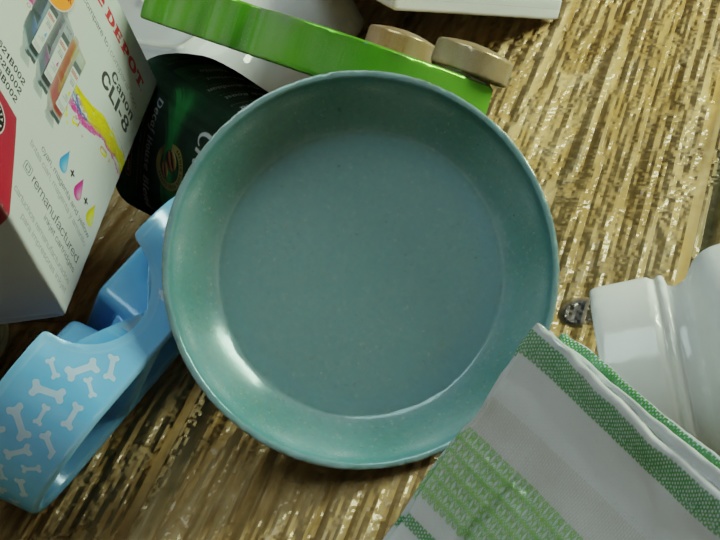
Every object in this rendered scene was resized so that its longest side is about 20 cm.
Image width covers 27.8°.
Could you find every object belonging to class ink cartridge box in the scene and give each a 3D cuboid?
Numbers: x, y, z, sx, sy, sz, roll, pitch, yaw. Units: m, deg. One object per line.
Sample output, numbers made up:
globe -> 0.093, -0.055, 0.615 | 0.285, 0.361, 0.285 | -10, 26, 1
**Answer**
ink cartridge box -> -0.219, -0.087, 0.777 | 0.144, 0.146, 0.200 | -8, 42, 17

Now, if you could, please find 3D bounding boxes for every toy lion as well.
toy lion -> -0.032, -0.130, 0.859 | 0.191, 0.069, 0.200 | 17, 7, -21

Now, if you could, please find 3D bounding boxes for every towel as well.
towel -> 0.054, 0.132, 0.564 | 0.200, 0.031, 0.149 | -54, 39, 5

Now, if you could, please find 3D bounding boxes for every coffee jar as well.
coffee jar -> -0.062, -0.056, 0.858 | 0.085, 0.105, 0.200 | -3, 21, -42

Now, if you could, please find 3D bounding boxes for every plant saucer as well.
plant saucer -> 0.000, 0.000, 0.741 | 0.199, 0.201, 0.036 | -20, -5, -1

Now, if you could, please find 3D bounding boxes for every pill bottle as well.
pill bottle -> 0.205, 0.035, 0.624 | 0.199, 0.113, 0.113 | -11, 38, 11

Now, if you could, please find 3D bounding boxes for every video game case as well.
video game case -> 0.028, -0.218, 1.035 | 0.143, 0.018, 0.200 | -4, 27, -34

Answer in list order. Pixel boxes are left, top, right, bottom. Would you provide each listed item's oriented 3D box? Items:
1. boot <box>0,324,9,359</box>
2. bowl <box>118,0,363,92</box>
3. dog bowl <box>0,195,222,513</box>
boot -> -0.307, 0.036, 0.811 | 0.200, 0.156, 0.073 | -33, 39, -20
bowl -> -0.122, -0.173, 1.058 | 0.199, 0.075, 0.200 | 17, 51, 36
dog bowl -> -0.134, 0.046, 0.770 | 0.050, 0.112, 0.200 | 37, 55, 2
